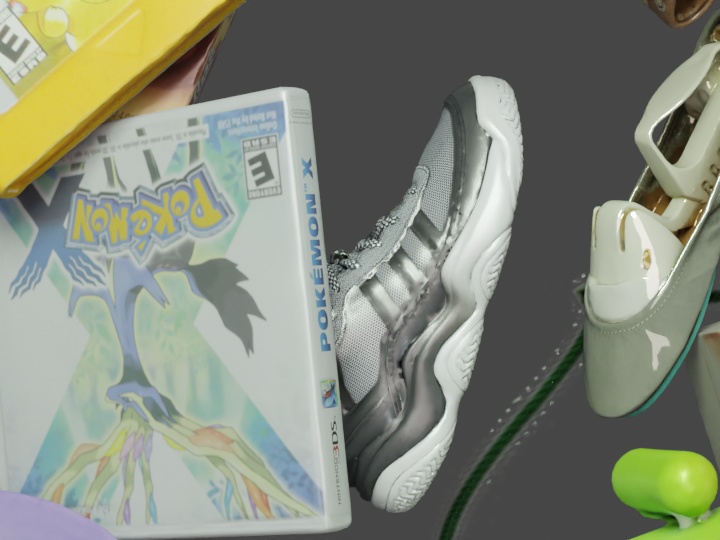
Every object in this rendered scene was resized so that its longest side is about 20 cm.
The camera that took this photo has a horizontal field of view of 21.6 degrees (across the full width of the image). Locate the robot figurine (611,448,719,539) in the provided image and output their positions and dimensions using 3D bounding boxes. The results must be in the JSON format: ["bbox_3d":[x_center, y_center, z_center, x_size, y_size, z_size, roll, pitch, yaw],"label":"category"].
[{"bbox_3d":[0.146,0.158,0.769,0.200,0.116,0.176,-24,91,25],"label":"robot figurine"}]

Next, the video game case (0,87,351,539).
[{"bbox_3d":[-0.099,0.026,0.821,0.200,0.022,0.182,-7,87,32],"label":"video game case"}]

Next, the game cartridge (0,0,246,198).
[{"bbox_3d":[-0.148,-0.161,0.805,0.176,0.032,0.200,-40,87,7],"label":"game cartridge"}]

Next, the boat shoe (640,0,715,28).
[{"bbox_3d":[0.170,-0.180,0.816,0.076,0.200,0.072,-21,70,-28],"label":"boat shoe"}]

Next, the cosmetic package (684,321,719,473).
[{"bbox_3d":[0.227,0.108,0.854,0.103,0.087,0.200,-19,88,-4],"label":"cosmetic package"}]

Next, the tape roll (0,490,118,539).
[{"bbox_3d":[-0.173,0.191,0.775,0.200,0.200,0.085,-8,132,-3],"label":"tape roll"}]

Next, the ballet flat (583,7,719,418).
[{"bbox_3d":[0.139,-0.031,0.865,0.064,0.067,0.200,33,80,-31],"label":"ballet flat"}]

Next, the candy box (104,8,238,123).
[{"bbox_3d":[-0.156,-0.142,0.865,0.200,0.056,0.117,23,87,-3],"label":"candy box"}]

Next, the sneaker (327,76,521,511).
[{"bbox_3d":[0.000,0.000,0.847,0.114,0.075,0.200,16,89,-5],"label":"sneaker"}]
